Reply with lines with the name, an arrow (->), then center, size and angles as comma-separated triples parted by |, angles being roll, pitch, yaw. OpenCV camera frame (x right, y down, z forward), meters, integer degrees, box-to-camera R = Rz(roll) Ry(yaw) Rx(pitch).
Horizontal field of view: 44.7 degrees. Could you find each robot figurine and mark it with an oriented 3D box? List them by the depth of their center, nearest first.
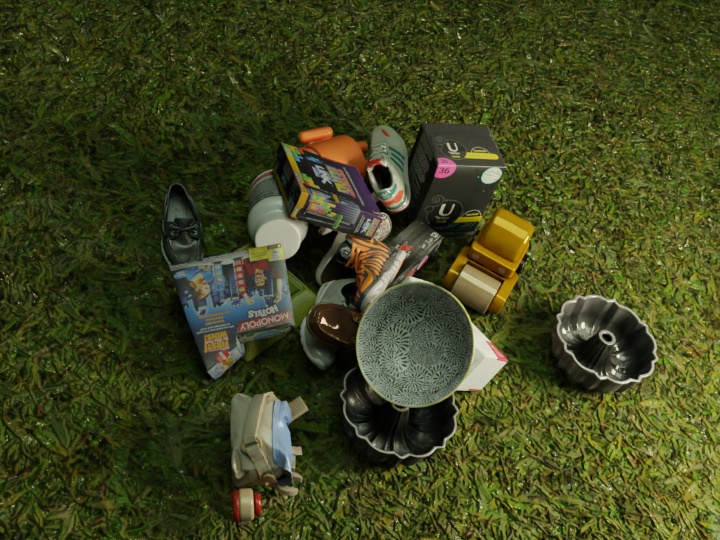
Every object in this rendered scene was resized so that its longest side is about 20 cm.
robot figurine -> -0.071, -0.207, 1.769 | 0.200, 0.144, 0.117 | -23, 42, -32

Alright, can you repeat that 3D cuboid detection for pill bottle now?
pill bottle -> -0.153, -0.101, 1.617 | 0.110, 0.111, 0.200 | 9, 28, -10

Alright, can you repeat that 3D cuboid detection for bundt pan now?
bundt pan -> 0.056, 0.239, 1.449 | 0.201, 0.076, 0.202 | 9, 47, -10
bundt pan -> 0.447, 0.147, 1.643 | 0.201, 0.076, 0.202 | 9, 48, -10

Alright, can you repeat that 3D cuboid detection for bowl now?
bowl -> 0.102, 0.122, 1.425 | 0.201, 0.201, 0.094 | 46, 12, 22

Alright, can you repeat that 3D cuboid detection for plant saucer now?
plant saucer -> -0.194, 0.036, 1.565 | 0.200, 0.048, 0.200 | 41, 50, 18

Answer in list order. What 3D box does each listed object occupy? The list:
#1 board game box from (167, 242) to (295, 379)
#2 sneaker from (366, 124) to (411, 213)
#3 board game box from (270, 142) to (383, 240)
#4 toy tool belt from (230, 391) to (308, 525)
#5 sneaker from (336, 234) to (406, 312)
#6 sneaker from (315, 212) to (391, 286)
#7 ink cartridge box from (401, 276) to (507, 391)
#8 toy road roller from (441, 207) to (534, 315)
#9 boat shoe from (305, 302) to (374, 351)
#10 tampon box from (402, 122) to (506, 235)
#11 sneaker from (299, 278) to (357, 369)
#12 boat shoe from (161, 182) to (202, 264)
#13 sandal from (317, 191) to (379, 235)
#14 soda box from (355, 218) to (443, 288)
board game box -> -0.210, 0.072, 1.463 | 0.200, 0.062, 0.200 | -11, 69, 2
sneaker -> 0.049, -0.218, 1.744 | 0.070, 0.093, 0.200 | -17, 64, 21
board game box -> -0.064, -0.146, 1.594 | 0.165, 0.057, 0.200 | 14, 28, -26
toy tool belt -> -0.134, 0.280, 1.324 | 0.123, 0.125, 0.200 | -2, 51, -8
sneaker -> 0.000, 0.000, 1.545 | 0.112, 0.078, 0.200 | 28, 29, 5
sneaker -> -0.027, -0.037, 1.684 | 0.085, 0.073, 0.200 | 7, 44, 48
ink cartridge box -> 0.147, 0.113, 1.539 | 0.200, 0.083, 0.145 | 46, 12, 23
toy road roller -> 0.258, -0.028, 1.698 | 0.123, 0.146, 0.200 | 29, 48, 9
boat shoe -> -0.005, 0.101, 1.476 | 0.200, 0.067, 0.072 | 25, 71, -40
tampon box -> 0.178, -0.181, 1.769 | 0.150, 0.200, 0.126 | -2, 51, -18
sneaker -> -0.048, 0.083, 1.532 | 0.075, 0.082, 0.200 | 43, 39, -29
boat shoe -> -0.328, -0.082, 1.611 | 0.074, 0.066, 0.200 | 1, 49, -14
sandal -> -0.029, -0.123, 1.731 | 0.050, 0.082, 0.203 | 55, 39, 0
soda box -> 0.072, -0.016, 1.685 | 0.071, 0.063, 0.200 | 37, 49, 15
